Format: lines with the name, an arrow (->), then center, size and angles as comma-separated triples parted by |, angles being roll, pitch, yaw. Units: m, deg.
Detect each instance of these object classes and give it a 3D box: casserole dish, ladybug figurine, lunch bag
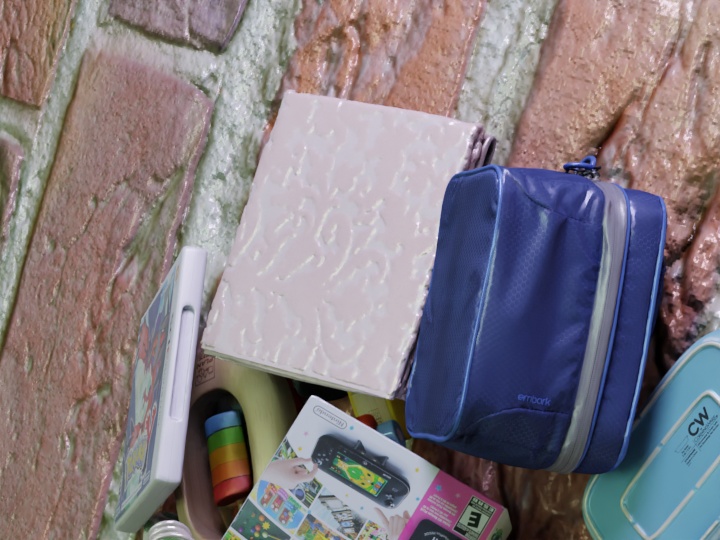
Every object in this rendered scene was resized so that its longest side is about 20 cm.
casserole dish -> 0.203, 0.120, 1.181 | 0.200, 0.039, 0.121 | -55, 47, 23
ladybug figurine -> -0.083, 0.143, 1.469 | 0.136, 0.072, 0.201 | -26, 63, 43
lunch bag -> 0.118, 0.024, 1.223 | 0.136, 0.132, 0.201 | -176, 97, -77

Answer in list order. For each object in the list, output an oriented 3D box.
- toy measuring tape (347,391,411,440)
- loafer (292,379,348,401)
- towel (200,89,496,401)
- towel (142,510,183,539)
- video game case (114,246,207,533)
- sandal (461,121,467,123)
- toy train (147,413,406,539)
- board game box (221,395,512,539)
toy measuring tape -> 0.036, 0.105, 1.370 | 0.073, 0.073, 0.201 | -20, 89, 44
loafer -> 0.000, 0.000, 1.414 | 0.200, 0.073, 0.072 | -54, 42, 23
towel -> -0.012, -0.019, 1.348 | 0.191, 0.032, 0.201 | 13, 81, 40
towel -> -0.146, 0.303, 1.536 | 0.149, 0.031, 0.201 | 19, 95, 49
video game case -> -0.157, 0.097, 1.520 | 0.200, 0.023, 0.183 | 130, 147, -67
sandal -> 0.003, -0.075, 1.428 | 0.206, 0.079, 0.059 | -27, 63, 32
toy train -> -0.040, 0.175, 1.355 | 0.200, 0.150, 0.056 | -27, 16, 16
board game box -> -0.018, 0.204, 1.229 | 0.147, 0.064, 0.200 | 29, 78, 14
